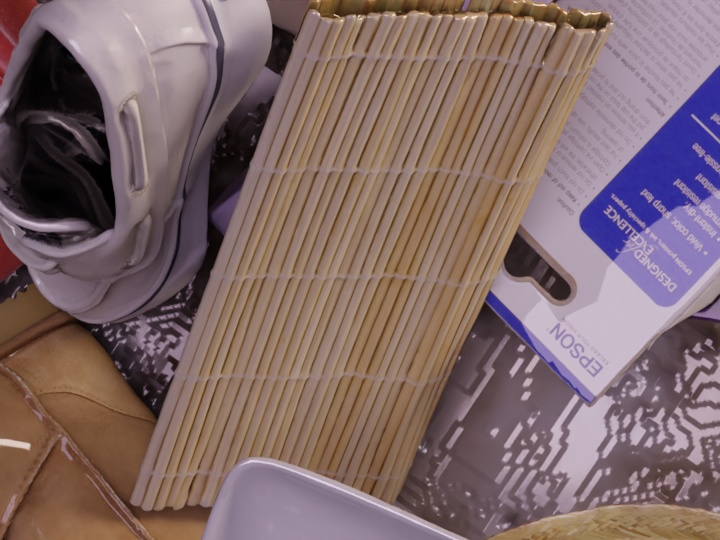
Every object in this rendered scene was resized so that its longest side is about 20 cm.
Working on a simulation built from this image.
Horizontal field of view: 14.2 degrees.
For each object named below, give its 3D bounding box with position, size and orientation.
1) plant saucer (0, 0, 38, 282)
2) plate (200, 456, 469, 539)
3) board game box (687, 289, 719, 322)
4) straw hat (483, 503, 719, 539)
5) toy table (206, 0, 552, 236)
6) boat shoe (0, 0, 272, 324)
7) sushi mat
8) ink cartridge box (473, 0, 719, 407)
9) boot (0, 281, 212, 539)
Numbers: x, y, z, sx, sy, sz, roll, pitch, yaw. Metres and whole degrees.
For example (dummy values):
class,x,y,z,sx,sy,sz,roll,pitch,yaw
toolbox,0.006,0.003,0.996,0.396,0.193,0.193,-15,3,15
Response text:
class,x,y,z,sx,sy,sz,roll,pitch,yaw
plant saucer,-0.202,-0.056,0.924,0.200,0.037,0.200,-39,81,-14
plate,0.028,0.173,0.821,0.199,0.032,0.201,20,102,4
board game box,0.200,-0.031,0.884,0.199,0.032,0.121,8,92,11
straw hat,0.089,0.158,0.869,0.200,0.085,0.202,2,100,10
toy table,0.000,-0.111,0.858,0.200,0.184,0.117,-42,96,5
boat shoe,-0.079,-0.031,0.832,0.066,0.200,0.072,-35,82,-27
sushi mat,0.000,0.000,0.838,0.095,0.201,0.012,0,44,-25
ink cartridge box,0.108,-0.062,0.871,0.200,0.037,0.095,-46,76,6
boot,-0.085,0.112,0.876,0.175,0.066,0.200,-36,78,-35
